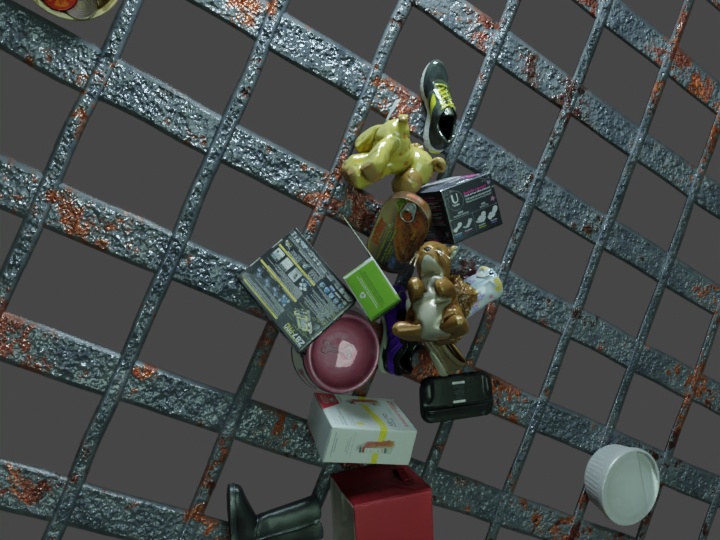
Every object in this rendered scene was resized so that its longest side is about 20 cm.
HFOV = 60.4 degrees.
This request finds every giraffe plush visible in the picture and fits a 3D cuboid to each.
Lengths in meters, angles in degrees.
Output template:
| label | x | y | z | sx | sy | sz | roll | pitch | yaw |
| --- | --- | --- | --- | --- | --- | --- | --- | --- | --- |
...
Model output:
| label | x | y | z | sx | sy | sz | roll | pitch | yaw |
| --- | --- | --- | --- | --- | --- | --- | --- | --- | --- |
| giraffe plush | 0.080 | -0.226 | 1.302 | 0.161 | 0.173 | 0.201 | 37 | 92 | -25 |

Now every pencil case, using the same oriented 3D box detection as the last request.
| label | x | y | z | sx | sy | sz | roll | pitch | yaw |
| --- | --- | --- | --- | --- | --- | --- | --- | --- | --- |
| pencil case | 0.235 | 0.072 | 1.423 | 0.198 | 0.091 | 0.084 | -34 | 79 | -14 |

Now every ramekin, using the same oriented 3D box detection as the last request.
| label | x | y | z | sx | sy | sz | roll | pitch | yaw |
| --- | --- | --- | --- | --- | --- | --- | --- | --- | --- |
| ramekin | 0.686 | 0.558 | 1.641 | 0.198 | 0.094 | 0.207 | -2 | 94 | -21 |

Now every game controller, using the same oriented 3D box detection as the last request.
| label | x | y | z | sx | sy | sz | roll | pitch | yaw |
| --- | --- | --- | --- | --- | --- | --- | --- | --- | --- |
| game controller | 0.230 | 0.301 | 1.474 | 0.196 | 0.042 | 0.107 | -2 | 81 | -22 |

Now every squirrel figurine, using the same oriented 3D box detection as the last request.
| label | x | y | z | sx | sy | sz | roll | pitch | yaw |
| --- | --- | --- | --- | --- | --- | --- | --- | --- | --- |
| squirrel figurine | 0.155 | 0.045 | 1.237 | 0.199 | 0.139 | 0.191 | 31 | 51 | -56 |

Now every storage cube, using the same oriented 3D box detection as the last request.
| label | x | y | z | sx | sy | sz | roll | pitch | yaw |
| --- | --- | --- | --- | --- | --- | --- | --- | --- | --- |
| storage cube | 0.043 | 0.536 | 1.340 | 0.176 | 0.171 | 0.205 | -6 | 97 | -20 |

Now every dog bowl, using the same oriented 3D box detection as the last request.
| label | x | y | z | sx | sy | sz | roll | pitch | yaw |
| --- | --- | --- | --- | --- | --- | --- | --- | --- | --- |
| dog bowl | -0.045 | 0.171 | 1.328 | 0.196 | 0.074 | 0.205 | -2 | 95 | -21 |

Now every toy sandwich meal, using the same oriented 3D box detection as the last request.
| label | x | y | z | sx | sy | sz | roll | pitch | yaw |
| --- | --- | --- | --- | --- | --- | --- | --- | --- | --- |
| toy sandwich meal | -0.510 | -0.549 | 1.087 | 0.201 | 0.070 | 0.210 | -2 | 95 | -22 |

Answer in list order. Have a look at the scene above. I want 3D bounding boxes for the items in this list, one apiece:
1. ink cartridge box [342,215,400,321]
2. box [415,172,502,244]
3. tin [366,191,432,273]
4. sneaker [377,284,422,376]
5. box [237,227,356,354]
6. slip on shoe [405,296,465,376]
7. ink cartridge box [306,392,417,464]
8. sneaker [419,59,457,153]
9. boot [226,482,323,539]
| label | x | y | z | sx | sy | sz | roll | pitch | yaw |
| --- | --- | --- | --- | --- | --- | --- | --- | --- | --- |
| ink cartridge box | 0.000 | 0.000 | 1.277 | 0.075 | 0.148 | 0.202 | -35 | 83 | 2 |
| box | 0.190 | -0.135 | 1.331 | 0.130 | 0.199 | 0.117 | -22 | 103 | -19 |
| tin | 0.081 | -0.079 | 1.310 | 0.110 | 0.202 | 0.042 | 27 | 43 | 3 |
| sneaker | 0.096 | 0.135 | 1.360 | 0.069 | 0.098 | 0.205 | -4 | 99 | -44 |
| box | -0.128 | 0.041 | 1.260 | 0.161 | 0.049 | 0.200 | -41 | 84 | -16 |
| slip on shoe | 0.162 | 0.136 | 1.331 | 0.060 | 0.076 | 0.202 | -21 | 106 | 25 |
| ink cartridge box | 0.001 | 0.335 | 1.314 | 0.196 | 0.145 | 0.085 | 10 | 104 | -23 |
| sneaker | 0.184 | -0.366 | 1.374 | 0.073 | 0.084 | 0.205 | -7 | 97 | -22 |
| boot | -0.178 | 0.508 | 1.302 | 0.196 | 0.066 | 0.169 | -5 | 104 | -18 |
